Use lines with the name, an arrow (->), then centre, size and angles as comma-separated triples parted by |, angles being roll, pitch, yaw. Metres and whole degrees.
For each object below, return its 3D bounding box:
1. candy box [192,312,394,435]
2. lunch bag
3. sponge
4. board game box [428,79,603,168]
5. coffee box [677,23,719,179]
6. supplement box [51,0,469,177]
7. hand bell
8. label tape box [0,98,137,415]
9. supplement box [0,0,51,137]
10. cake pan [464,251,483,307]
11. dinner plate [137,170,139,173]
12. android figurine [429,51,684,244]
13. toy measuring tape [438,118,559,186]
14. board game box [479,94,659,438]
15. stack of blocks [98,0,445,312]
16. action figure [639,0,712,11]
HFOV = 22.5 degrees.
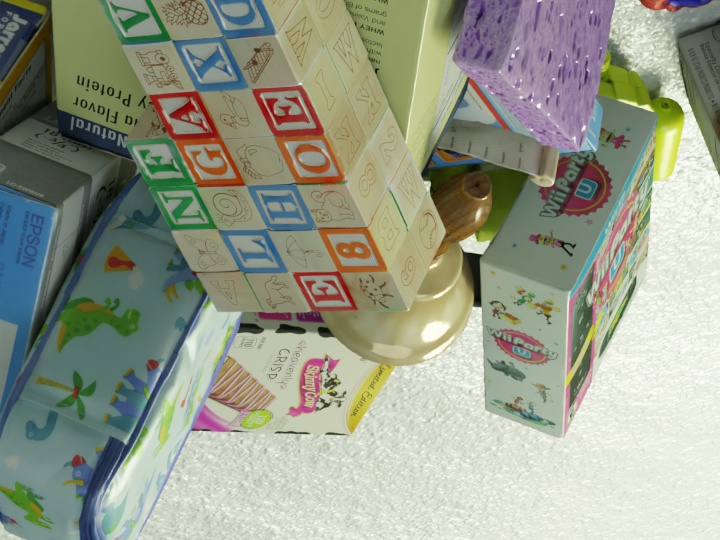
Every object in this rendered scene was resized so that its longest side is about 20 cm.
candy box -> -0.078, 0.063, 1.356 | 0.199, 0.061, 0.137 | 3, 141, -24
lunch bag -> -0.129, 0.057, 0.999 | 0.082, 0.201, 0.161 | 22, 155, 4
sponge -> 0.098, -0.136, 0.945 | 0.030, 0.112, 0.200 | 12, 176, 18
board game box -> 0.025, -0.115, 1.093 | 0.199, 0.037, 0.151 | -5, 148, 31
coffee box -> 0.292, -0.074, 1.176 | 0.114, 0.201, 0.080 | -19, 146, 7
supplement box -> -0.043, -0.150, 0.929 | 0.199, 0.135, 0.200 | 19, 140, 10
hand bell -> 0.040, -0.019, 1.040 | 0.104, 0.105, 0.200 | -5, 165, -13
label tape box -> -0.175, -0.014, 1.027 | 0.063, 0.200, 0.145 | 19, 114, 6
supplement box -> -0.248, -0.063, 1.048 | 0.109, 0.109, 0.200 | 18, 142, 5
cake pan -> 0.000, 0.000, 1.230 | 0.199, 0.037, 0.200 | 5, 180, 0
dinner plate -> -0.089, -0.054, 1.165 | 0.199, 0.024, 0.200 | 5, 170, 1
android figurine -> 0.136, -0.079, 1.254 | 0.181, 0.041, 0.200 | -11, 146, -4
toy measuring tape -> 0.014, -0.075, 1.062 | 0.199, 0.074, 0.074 | 15, 141, -3
board game box -> 0.138, 0.000, 1.202 | 0.064, 0.148, 0.200 | 21, 153, 18
stack of blocks -> -0.050, -0.070, 0.866 | 0.115, 0.059, 0.200 | 0, 134, 29
action figure -> 0.239, -0.192, 1.128 | 0.199, 0.052, 0.066 | -1, 138, -10
